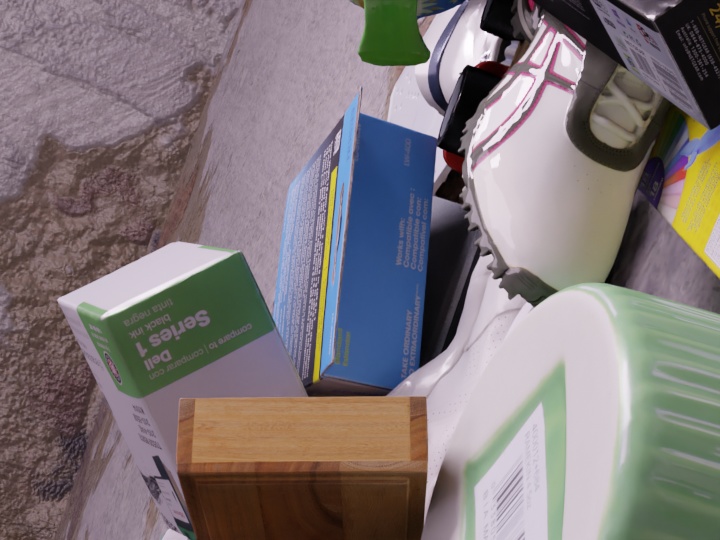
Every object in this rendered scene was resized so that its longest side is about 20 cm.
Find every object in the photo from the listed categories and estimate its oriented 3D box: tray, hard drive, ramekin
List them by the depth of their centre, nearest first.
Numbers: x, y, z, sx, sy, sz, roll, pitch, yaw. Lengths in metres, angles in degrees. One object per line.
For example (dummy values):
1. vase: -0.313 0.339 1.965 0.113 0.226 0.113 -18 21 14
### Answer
1. ramekin: 0.095 0.102 0.598 0.200 0.097 0.201 -161 90 -76
2. tray: -0.022 0.114 0.720 0.200 0.098 0.037 89 -179 -60
3. hard drive: 0.032 0.058 0.957 0.140 0.033 0.201 -150 78 -76

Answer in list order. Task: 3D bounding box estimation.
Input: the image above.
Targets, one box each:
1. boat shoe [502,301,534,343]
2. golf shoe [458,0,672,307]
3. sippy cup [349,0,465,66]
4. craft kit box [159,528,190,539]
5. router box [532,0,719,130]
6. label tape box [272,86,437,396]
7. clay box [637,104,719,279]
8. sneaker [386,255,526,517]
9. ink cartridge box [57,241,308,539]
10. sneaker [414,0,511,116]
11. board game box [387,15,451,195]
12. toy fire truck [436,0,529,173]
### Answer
1. boat shoe: 0.077 0.104 0.745 0.070 0.071 0.201 149 131 -66
2. golf shoe: 0.098 -0.077 0.682 0.088 0.077 0.201 -34 37 55
3. sippy cup: 0.021 -0.192 0.781 0.178 0.139 0.130 -49 -17 -15
4. craft kit box: -0.037 0.239 0.718 0.049 0.197 0.201 -63 -2 -60
5. router box: 0.139 -0.151 0.619 0.157 0.052 0.200 -36 32 0
6. label tape box: 0.000 0.000 0.889 0.200 0.063 0.145 141 136 -73
7. clay box: 0.164 -0.065 0.659 0.200 0.047 0.115 -105 36 -69
8. sneaker: 0.084 0.049 0.809 0.088 0.075 0.200 43 103 42
9. ink cartridge box: -0.076 0.092 0.884 0.201 0.084 0.146 66 163 -10
10. sneaker: 0.109 -0.184 1.021 0.080 0.076 0.201 13 81 55
11. board game box: 0.062 -0.120 1.183 0.200 0.026 0.201 124 160 -48
12. toy fire truck: 0.093 -0.137 0.916 0.200 0.128 0.177 -100 29 -84
